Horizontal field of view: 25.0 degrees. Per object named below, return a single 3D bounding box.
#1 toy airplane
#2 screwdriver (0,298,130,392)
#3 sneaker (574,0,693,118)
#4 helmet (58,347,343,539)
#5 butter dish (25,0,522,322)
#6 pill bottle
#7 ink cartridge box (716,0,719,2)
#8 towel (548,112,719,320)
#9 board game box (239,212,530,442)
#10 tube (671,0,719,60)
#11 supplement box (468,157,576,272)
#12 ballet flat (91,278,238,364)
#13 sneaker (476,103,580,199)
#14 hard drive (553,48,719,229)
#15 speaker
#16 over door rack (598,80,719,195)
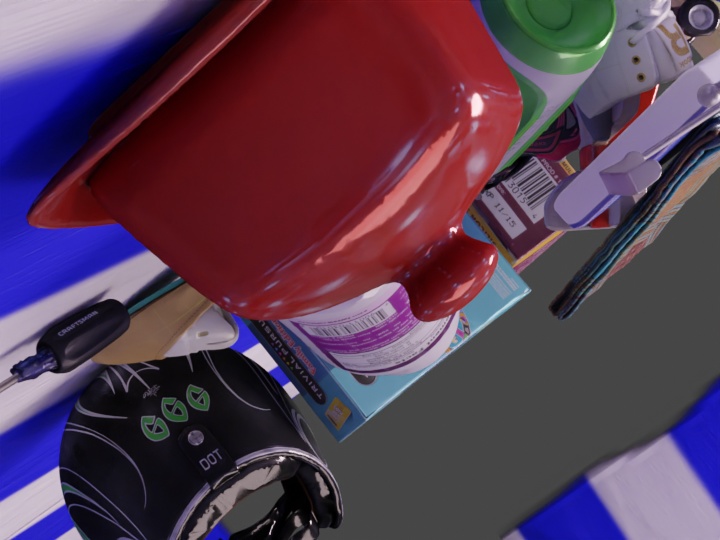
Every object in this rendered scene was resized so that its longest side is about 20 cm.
[{"bbox_3d":[0.166,-0.124,1.198,0.199,0.141,0.200,-76,-174,-46],"label":"toy airplane"},{"bbox_3d":[-0.201,0.062,0.888,0.200,0.029,0.028,-29,169,-44],"label":"screwdriver"},{"bbox_3d":[0.177,-0.175,0.978,0.074,0.116,0.200,-32,170,-42],"label":"sneaker"},{"bbox_3d":[-0.126,0.145,1.187,0.200,0.191,0.200,-22,130,-29],"label":"helmet"},{"bbox_3d":[-0.002,-0.044,0.674,0.199,0.148,0.200,-40,175,15],"label":"butter dish"},{"bbox_3d":[0.000,0.000,0.978,0.112,0.112,0.200,-39,157,0],"label":"pill bottle"},{"bbox_3d":[0.168,-0.184,0.745,0.200,0.042,0.119,7,142,-40],"label":"ink cartridge box"},{"bbox_3d":[0.211,-0.055,1.068,0.147,0.022,0.200,-35,166,-44],"label":"towel"},{"bbox_3d":[0.011,0.011,1.208,0.200,0.151,0.047,-35,174,-38],"label":"board game box"},{"bbox_3d":[0.290,-0.178,1.266,0.058,0.200,0.052,-39,177,1],"label":"tube"},{"bbox_3d":[0.093,-0.048,1.395,0.103,0.131,0.200,-35,173,-25],"label":"supplement box"},{"bbox_3d":[-0.082,0.013,1.056,0.200,0.063,0.069,-38,176,-10],"label":"ballet flat"},{"bbox_3d":[0.063,-0.081,1.119,0.081,0.075,0.200,-36,-173,-41],"label":"sneaker"},{"bbox_3d":[0.211,-0.103,1.029,0.132,0.025,0.200,-46,172,37],"label":"hard drive"},{"bbox_3d":[0.071,-0.109,0.961,0.088,0.088,0.200,-36,174,-32],"label":"speaker"},{"bbox_3d":[0.156,-0.145,0.854,0.200,0.148,0.067,-35,-169,-31],"label":"over door rack"}]
